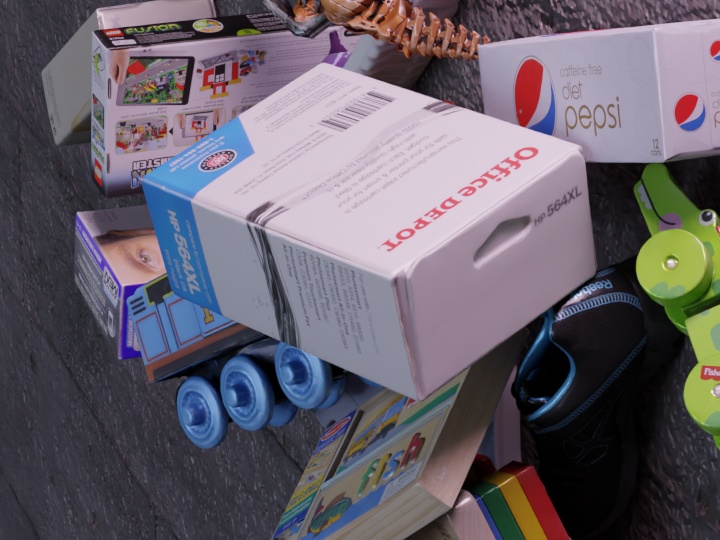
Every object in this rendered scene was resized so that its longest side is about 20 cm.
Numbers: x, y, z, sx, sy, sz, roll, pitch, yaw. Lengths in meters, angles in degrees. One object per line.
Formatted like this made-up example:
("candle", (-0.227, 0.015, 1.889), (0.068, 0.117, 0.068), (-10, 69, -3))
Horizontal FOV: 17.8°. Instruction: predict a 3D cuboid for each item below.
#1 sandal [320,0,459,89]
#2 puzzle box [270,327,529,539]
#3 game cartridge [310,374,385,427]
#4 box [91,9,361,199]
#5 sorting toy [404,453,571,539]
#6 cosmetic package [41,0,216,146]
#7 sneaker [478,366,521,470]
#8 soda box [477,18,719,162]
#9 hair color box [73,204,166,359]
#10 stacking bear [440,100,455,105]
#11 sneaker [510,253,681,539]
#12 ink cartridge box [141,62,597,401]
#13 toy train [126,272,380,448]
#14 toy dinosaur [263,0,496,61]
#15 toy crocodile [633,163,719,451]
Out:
("sandal", (0.004, -0.140, 1.491), (0.050, 0.082, 0.203), (59, 138, 16))
("puzzle box", (0.013, 0.111, 1.313), (0.200, 0.025, 0.133), (-39, 18, 49))
("game cartridge", (0.000, 0.000, 1.393), (0.134, 0.041, 0.200), (55, 138, 19))
("box", (-0.082, -0.115, 1.551), (0.035, 0.199, 0.111), (-131, 39, -52))
("sorting toy", (0.091, 0.198, 1.337), (0.200, 0.069, 0.200), (63, 166, -7))
("cosmetic package", (-0.193, -0.166, 1.933), (0.200, 0.105, 0.072), (153, 106, -68))
("sneaker", (0.057, 0.139, 1.454), (0.074, 0.081, 0.202), (-176, 80, -68))
("soda box", (0.134, -0.093, 1.214), (0.200, 0.063, 0.069), (-174, 76, -66))
("hair color box", (-0.091, -0.002, 1.609), (0.109, 0.199, 0.065), (-129, 37, -52))
("stacking bear", (0.018, -0.043, 1.457), (0.200, 0.113, 0.122), (-29, 92, 54))
("sneaker", (0.116, 0.075, 1.291), (0.073, 0.081, 0.201), (55, 147, 43))
("ink cartridge box", (0.005, -0.025, 1.229), (0.199, 0.146, 0.085), (23, 135, 42))
("toy train", (-0.056, 0.034, 1.381), (0.200, 0.086, 0.115), (-25, 83, 49))
("toy dinosaur", (0.012, -0.187, 1.379), (0.200, 0.102, 0.136), (38, 100, 11))
("toy crocodile", (0.185, 0.032, 1.140), (0.068, 0.061, 0.201), (44, -156, -55))
